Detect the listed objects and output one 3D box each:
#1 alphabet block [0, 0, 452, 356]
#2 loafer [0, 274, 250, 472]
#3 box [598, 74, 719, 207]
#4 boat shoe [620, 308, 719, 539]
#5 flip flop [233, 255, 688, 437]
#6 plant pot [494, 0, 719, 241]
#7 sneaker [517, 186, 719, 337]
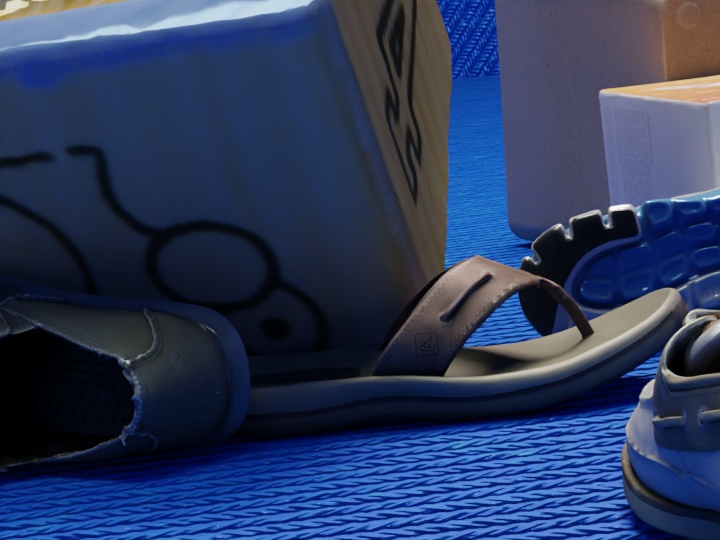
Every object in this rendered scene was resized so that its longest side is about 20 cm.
[{"bbox_3d":[-0.074,-0.088,1.075,0.194,0.201,0.197,-5,48,13],"label":"alphabet block"},{"bbox_3d":[-0.141,0.039,0.994,0.199,0.076,0.070,-3,3,28],"label":"loafer"},{"bbox_3d":[0.205,-0.047,1.272,0.123,0.098,0.200,-8,7,-9],"label":"box"},{"bbox_3d":[0.119,0.043,0.726,0.074,0.069,0.200,-8,7,-8],"label":"boat shoe"},{"bbox_3d":[0.030,0.025,1.009,0.198,0.058,0.081,-6,7,5],"label":"flip flop"},{"bbox_3d":[0.201,-0.110,1.463,0.198,0.202,0.177,-8,15,-15],"label":"plant pot"},{"bbox_3d":[0.163,-0.010,1.131,0.198,0.076,0.087,-7,1,-3],"label":"sneaker"}]
